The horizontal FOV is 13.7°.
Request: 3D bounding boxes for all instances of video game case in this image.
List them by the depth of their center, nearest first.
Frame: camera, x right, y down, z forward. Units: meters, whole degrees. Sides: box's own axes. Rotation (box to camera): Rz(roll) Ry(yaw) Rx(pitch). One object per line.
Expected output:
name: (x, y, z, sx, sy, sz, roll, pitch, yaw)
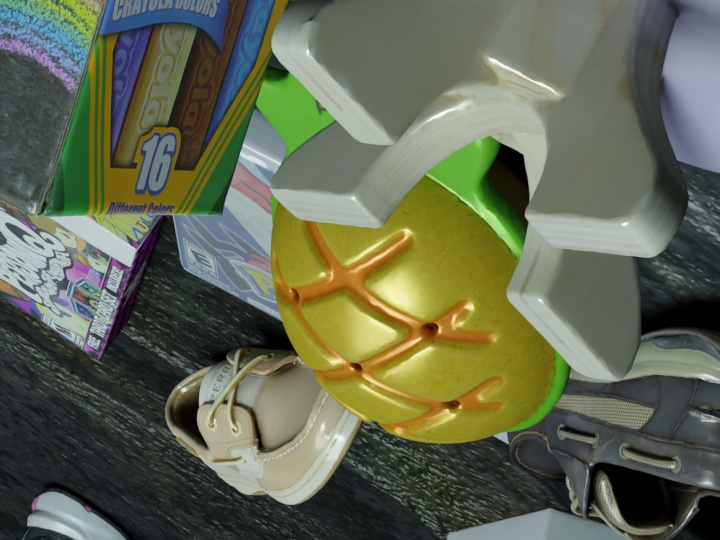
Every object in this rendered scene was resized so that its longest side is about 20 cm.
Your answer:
video game case: (0.000, 0.000, 1.357, 0.199, 0.023, 0.182, 28, 159, 13)
video game case: (-0.189, -0.042, 1.525, 0.181, 0.036, 0.200, 34, 160, 1)

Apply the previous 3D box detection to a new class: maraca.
maraca: (0.019, -0.011, 1.192, 0.136, 0.107, 0.201, 11, 137, 30)

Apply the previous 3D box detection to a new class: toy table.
toy table: (0.055, -0.064, 0.995, 0.200, 0.117, 0.184, 41, 159, -23)

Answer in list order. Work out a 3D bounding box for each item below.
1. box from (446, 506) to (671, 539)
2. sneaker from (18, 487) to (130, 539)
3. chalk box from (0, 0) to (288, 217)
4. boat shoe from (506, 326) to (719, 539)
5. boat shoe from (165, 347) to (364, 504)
box: (0.142, 0.184, 1.368, 0.199, 0.098, 0.124, 16, 165, -17)
sneaker: (-0.159, 0.239, 2.051, 0.200, 0.087, 0.080, 35, 162, -6)
chalk box: (-0.093, -0.131, 1.001, 0.124, 0.201, 0.124, 24, -170, 23)
boat shoe: (0.110, 0.075, 1.265, 0.074, 0.074, 0.200, 18, 164, -15)
boat shoe: (-0.053, 0.074, 1.532, 0.069, 0.074, 0.200, 31, 162, -14)
